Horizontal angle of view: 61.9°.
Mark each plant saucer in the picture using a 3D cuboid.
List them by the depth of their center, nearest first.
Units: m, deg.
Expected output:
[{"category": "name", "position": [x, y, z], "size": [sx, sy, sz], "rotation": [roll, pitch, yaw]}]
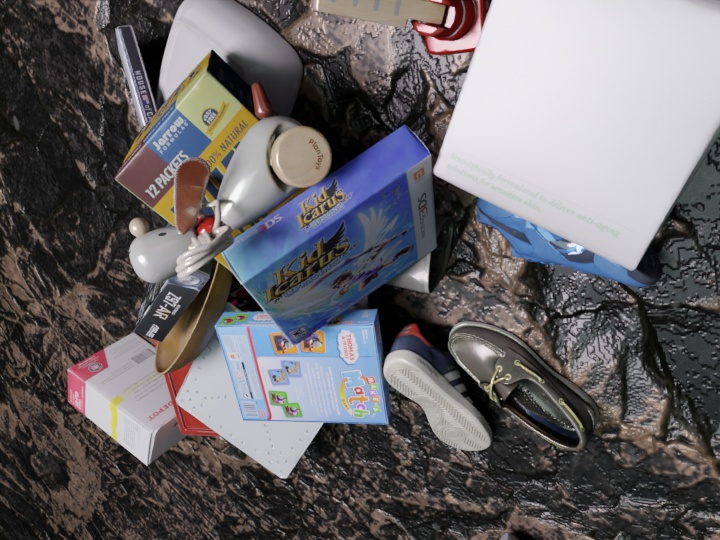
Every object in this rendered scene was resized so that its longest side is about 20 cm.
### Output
[{"category": "plant saucer", "position": [-0.221, 0.049, 0.814], "size": [0.035, 0.202, 0.200], "rotation": [25, 130, -25]}, {"category": "plant saucer", "position": [-0.214, 0.171, 0.896], "size": [0.196, 0.037, 0.203], "rotation": [-3, 111, 19]}]

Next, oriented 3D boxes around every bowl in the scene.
[{"category": "bowl", "position": [-0.189, -0.239, 0.792], "size": [0.199, 0.074, 0.201], "rotation": [39, 124, 11]}]

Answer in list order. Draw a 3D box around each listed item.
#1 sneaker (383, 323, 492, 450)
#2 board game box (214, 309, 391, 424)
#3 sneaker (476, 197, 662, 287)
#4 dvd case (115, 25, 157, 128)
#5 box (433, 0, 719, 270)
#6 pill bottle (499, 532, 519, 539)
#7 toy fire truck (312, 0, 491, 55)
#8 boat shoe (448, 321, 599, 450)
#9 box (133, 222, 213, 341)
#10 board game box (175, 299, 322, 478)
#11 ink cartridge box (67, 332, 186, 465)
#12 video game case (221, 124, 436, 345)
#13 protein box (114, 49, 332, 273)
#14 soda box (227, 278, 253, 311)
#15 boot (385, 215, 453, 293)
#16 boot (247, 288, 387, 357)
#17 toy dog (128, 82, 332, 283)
[{"category": "sneaker", "position": [0.109, 0.147, 0.764], "size": [0.074, 0.085, 0.201], "rotation": [-22, 121, 32]}, {"category": "board game box", "position": [-0.067, 0.122, 0.746], "size": [0.196, 0.037, 0.154], "rotation": [-1, 119, 14]}, {"category": "sneaker", "position": [0.213, -0.033, 0.634], "size": [0.199, 0.066, 0.079], "rotation": [33, 134, 17]}, {"category": "dvd case", "position": [-0.302, -0.223, 0.845], "size": [0.150, 0.024, 0.203], "rotation": [-156, 52, -67]}, {"category": "box", "position": [0.205, -0.149, 0.523], "size": [0.197, 0.171, 0.202], "rotation": [29, 121, 18]}, {"category": "pill bottle", "position": [0.246, 0.437, 0.756], "size": [0.199, 0.113, 0.115], "rotation": [34, 122, 16]}, {"category": "toy fire truck", "position": [0.056, -0.289, 0.544], "size": [0.127, 0.200, 0.179], "rotation": [5, 111, 29]}, {"category": "boat shoe", "position": [0.186, 0.134, 0.711], "size": [0.200, 0.060, 0.073], "rotation": [35, 122, 16]}, {"category": "box", "position": [-0.250, -0.027, 0.843], "size": [0.043, 0.202, 0.160], "rotation": [25, 129, -26]}, {"category": "board game box", "position": [-0.142, 0.168, 0.837], "size": [0.199, 0.026, 0.201], "rotation": [34, 118, 3]}, {"category": "ink cartridge box", "position": [-0.379, 0.216, 1.035], "size": [0.198, 0.145, 0.084], "rotation": [29, 122, 19]}, {"category": "video game case", "position": [-0.016, -0.022, 0.590], "size": [0.199, 0.182, 0.046], "rotation": [-35, 65, -7]}, {"category": "protein box", "position": [-0.134, -0.112, 0.667], "size": [0.135, 0.199, 0.200], "rotation": [-44, 116, 10]}, {"category": "soda box", "position": [-0.200, 0.122, 0.934], "size": [0.063, 0.071, 0.203], "rotation": [21, 117, 20]}, {"category": "boot", "position": [-0.001, 0.000, 0.734], "size": [0.197, 0.073, 0.184], "rotation": [16, 79, 22]}, {"category": "boot", "position": [-0.065, 0.075, 0.834], "size": [0.197, 0.065, 0.168], "rotation": [0, 96, 25]}, {"category": "toy dog", "position": [-0.115, -0.082, 0.507], "size": [0.097, 0.199, 0.131], "rotation": [57, 151, -13]}]
